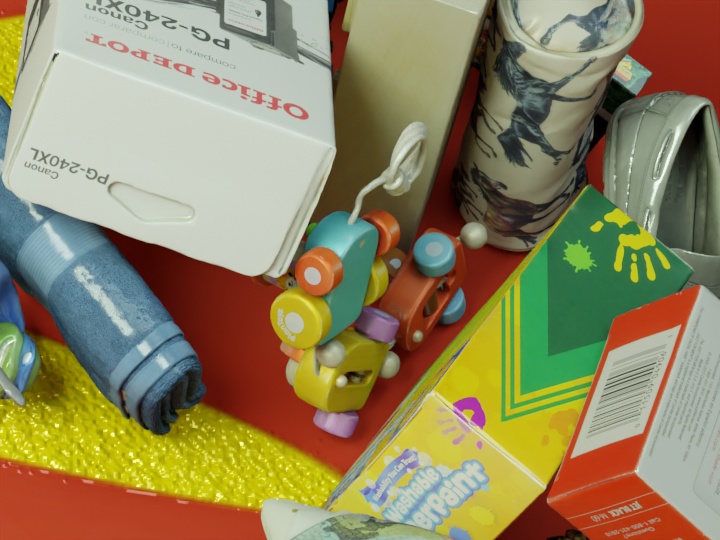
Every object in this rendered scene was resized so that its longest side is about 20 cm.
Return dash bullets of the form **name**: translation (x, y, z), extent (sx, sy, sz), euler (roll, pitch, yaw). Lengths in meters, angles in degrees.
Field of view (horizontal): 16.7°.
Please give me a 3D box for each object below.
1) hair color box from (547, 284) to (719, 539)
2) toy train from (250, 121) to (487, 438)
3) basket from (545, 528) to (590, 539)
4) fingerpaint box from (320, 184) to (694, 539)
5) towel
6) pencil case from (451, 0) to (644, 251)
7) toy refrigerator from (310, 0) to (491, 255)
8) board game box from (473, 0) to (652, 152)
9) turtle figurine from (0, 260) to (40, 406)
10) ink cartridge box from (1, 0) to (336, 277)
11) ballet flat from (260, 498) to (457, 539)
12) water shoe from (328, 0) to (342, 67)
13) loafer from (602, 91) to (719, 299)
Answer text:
- **hair color box**: translation (0.187, 0.114, 1.127), extent (0.200, 0.064, 0.111), euler (40, 52, -21)
- **toy train**: translation (0.000, 0.000, 1.275), extent (0.056, 0.200, 0.150), euler (26, 72, 21)
- **basket**: translation (0.179, 0.207, 1.178), extent (0.143, 0.149, 0.200), euler (31, 47, -54)
- **fingerpaint box**: translation (0.060, 0.077, 1.214), extent (0.073, 0.200, 0.167), euler (39, 50, 1)
- **towel**: translation (-0.153, -0.008, 1.226), extent (0.049, 0.112, 0.200), euler (-36, 79, -11)
- **pencil case**: translation (0.102, -0.097, 1.348), extent (0.078, 0.200, 0.090), euler (27, 59, 10)
- **toy refrigerator**: translation (0.021, -0.104, 1.311), extent (0.070, 0.200, 0.076), euler (19, 52, 2)
- **board game box**: translation (0.073, -0.151, 1.433), extent (0.200, 0.105, 0.023), euler (38, 68, 3)
- **turtle figurine**: translation (-0.246, 0.036, 1.131), extent (0.194, 0.144, 0.200), euler (21, 49, -9)
- **ink cartridge box**: translation (-0.092, -0.101, 1.216), extent (0.145, 0.083, 0.200), euler (18, 31, -15)
- **ballet flat**: translation (-0.051, 0.152, 1.149), extent (0.200, 0.069, 0.071), euler (-27, 55, 5)
- **water shoe**: translation (-0.046, -0.118, 1.383), extent (0.079, 0.072, 0.200), euler (42, 60, -3)
- **loafer**: translation (0.174, 0.001, 1.363), extent (0.070, 0.070, 0.200), euler (-5, 92, -33)
